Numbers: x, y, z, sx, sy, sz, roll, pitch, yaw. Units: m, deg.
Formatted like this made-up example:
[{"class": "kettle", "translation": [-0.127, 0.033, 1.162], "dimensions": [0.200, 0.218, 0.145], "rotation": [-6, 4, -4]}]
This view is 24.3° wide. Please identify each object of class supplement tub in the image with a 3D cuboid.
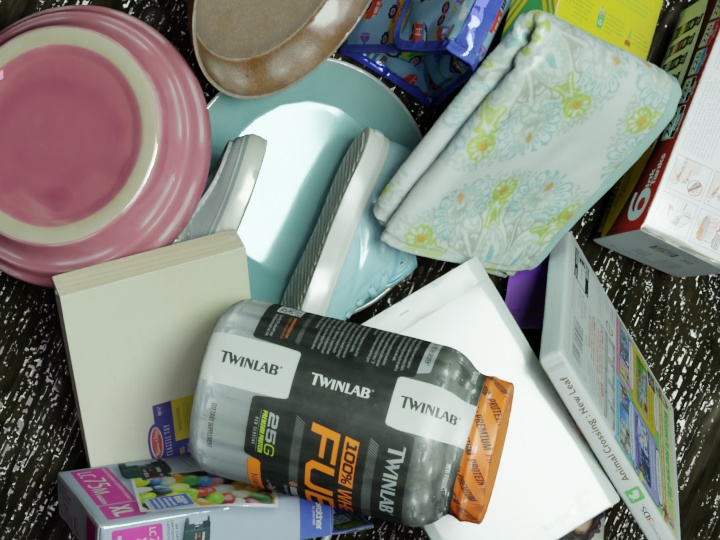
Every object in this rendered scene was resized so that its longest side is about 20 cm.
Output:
[{"class": "supplement tub", "translation": [-0.004, 0.098, 1.115], "dimensions": [0.198, 0.122, 0.124], "rotation": [13, 88, 11]}]

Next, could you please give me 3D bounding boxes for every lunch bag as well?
[{"class": "lunch bag", "translation": [0.081, -0.209, 1.207], "dimensions": [0.094, 0.200, 0.151], "rotation": [28, 83, -16]}]

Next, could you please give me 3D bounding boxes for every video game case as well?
[{"class": "video game case", "translation": [0.188, 0.088, 1.255], "dimensions": [0.022, 0.200, 0.183], "rotation": [-26, 109, 19]}]

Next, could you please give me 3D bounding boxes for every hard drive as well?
[{"class": "hard drive", "translation": [0.077, 0.110, 1.190], "dimensions": [0.131, 0.026, 0.201], "rotation": [-30, 85, -5]}]

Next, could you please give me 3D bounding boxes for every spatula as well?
[{"class": "spatula", "translation": [0.134, -0.055, 1.320], "dimensions": [0.056, 0.020, 0.202], "rotation": [-1, 88, -38]}]

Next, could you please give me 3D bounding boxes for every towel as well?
[{"class": "towel", "translation": [0.120, -0.082, 1.197], "dimensions": [0.170, 0.048, 0.200], "rotation": [12, 124, -48]}]

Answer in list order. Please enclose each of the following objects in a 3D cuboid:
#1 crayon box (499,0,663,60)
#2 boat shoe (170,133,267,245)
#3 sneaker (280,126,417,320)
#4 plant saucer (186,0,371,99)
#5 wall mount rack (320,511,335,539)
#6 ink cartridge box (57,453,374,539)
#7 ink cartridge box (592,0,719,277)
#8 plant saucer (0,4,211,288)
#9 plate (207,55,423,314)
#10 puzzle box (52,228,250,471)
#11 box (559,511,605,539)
[{"class": "crayon box", "translation": [0.171, -0.188, 1.288], "dimensions": [0.126, 0.051, 0.202], "rotation": [21, 85, -45]}, {"class": "boat shoe", "translation": [-0.135, -0.017, 1.195], "dimensions": [0.071, 0.070, 0.202], "rotation": [27, 106, -9]}, {"class": "sneaker", "translation": [0.000, 0.000, 1.230], "dimensions": [0.081, 0.074, 0.201], "rotation": [25, 86, -13]}, {"class": "plant saucer", "translation": [-0.053, -0.216, 1.175], "dimensions": [0.034, 0.201, 0.200], "rotation": [37, 78, 28]}, {"class": "wall mount rack", "translation": [0.040, 0.191, 1.264], "dimensions": [0.199, 0.075, 0.175], "rotation": [24, 123, 1]}, {"class": "ink cartridge box", "translation": [-0.102, 0.161, 1.175], "dimensions": [0.198, 0.119, 0.042], "rotation": [-3, 103, -23]}, {"class": "ink cartridge box", "translation": [0.260, -0.101, 1.288], "dimensions": [0.083, 0.176, 0.201], "rotation": [23, 84, -6]}, {"class": "plant saucer", "translation": [-0.204, -0.089, 1.157], "dimensions": [0.199, 0.051, 0.202], "rotation": [-1, 82, 9]}, {"class": "plate", "translation": [-0.041, -0.061, 1.266], "dimensions": [0.198, 0.026, 0.202], "rotation": [-1, 92, -16]}, {"class": "puzzle box", "translation": [-0.139, 0.071, 1.184], "dimensions": [0.132, 0.025, 0.201], "rotation": [-15, 131, -17]}, {"class": "box", "translation": [0.151, 0.222, 1.322], "dimensions": [0.075, 0.050, 0.202], "rotation": [2, 92, -16]}]
